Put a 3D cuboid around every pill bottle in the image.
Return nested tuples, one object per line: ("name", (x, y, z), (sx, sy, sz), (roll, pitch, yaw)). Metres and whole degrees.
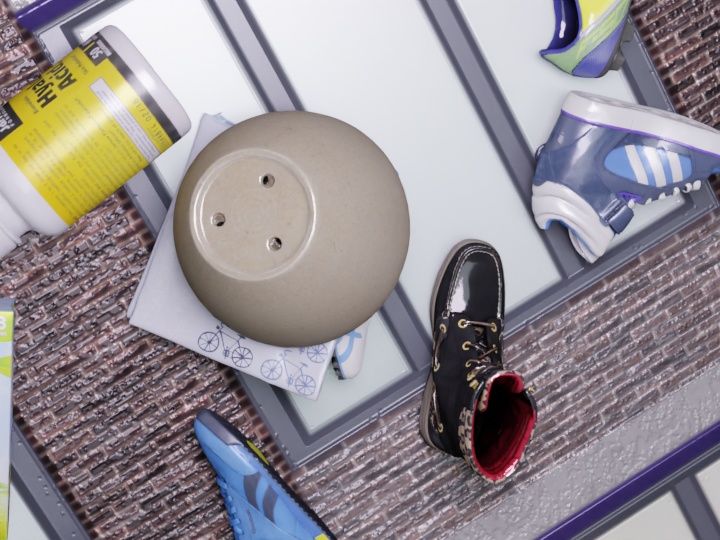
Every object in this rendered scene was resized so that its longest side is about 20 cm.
("pill bottle", (-0.246, -0.099, 1.220), (0.200, 0.111, 0.111), (-40, 106, -5))

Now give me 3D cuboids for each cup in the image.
("cup", (-0.068, -0.039, 1.198), (0.199, 0.143, 0.201), (-1, 87, 10))

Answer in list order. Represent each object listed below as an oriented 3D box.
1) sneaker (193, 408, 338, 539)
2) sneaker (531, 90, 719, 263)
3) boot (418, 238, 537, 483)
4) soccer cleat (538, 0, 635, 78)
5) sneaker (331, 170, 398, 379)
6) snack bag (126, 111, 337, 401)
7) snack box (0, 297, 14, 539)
("sneaker", (-0.096, 0.214, 1.338), (0.078, 0.066, 0.200), (-38, 107, -1))
("sneaker", (0.251, -0.074, 1.371), (0.199, 0.081, 0.147), (12, 105, -19))
("boot", (0.107, 0.081, 1.319), (0.073, 0.151, 0.201), (10, 98, -15))
("soccer cleat", (0.213, -0.272, 1.328), (0.083, 0.065, 0.201), (12, 97, -13))
("sneaker", (0.000, 0.000, 1.319), (0.072, 0.072, 0.201), (2, 100, -3))
("snack bag", (-0.085, -0.014, 1.282), (0.188, 0.021, 0.201), (23, 94, 10))
("snack box", (-0.377, 0.123, 1.251), (0.168, 0.068, 0.201), (1, 98, -13))
